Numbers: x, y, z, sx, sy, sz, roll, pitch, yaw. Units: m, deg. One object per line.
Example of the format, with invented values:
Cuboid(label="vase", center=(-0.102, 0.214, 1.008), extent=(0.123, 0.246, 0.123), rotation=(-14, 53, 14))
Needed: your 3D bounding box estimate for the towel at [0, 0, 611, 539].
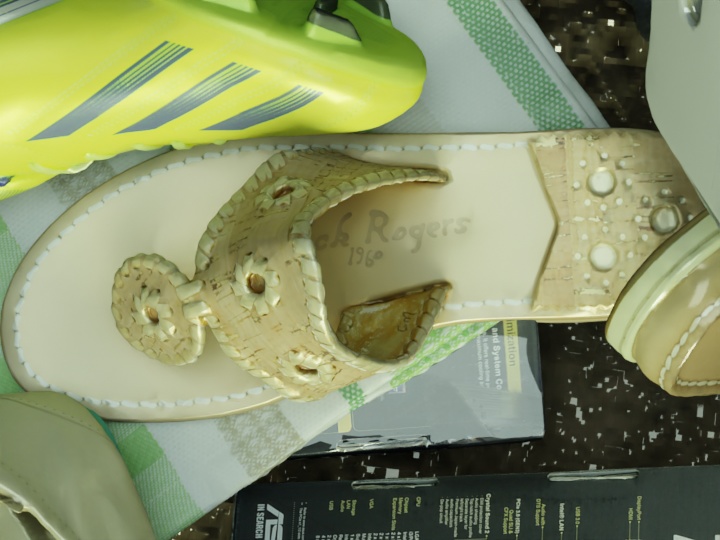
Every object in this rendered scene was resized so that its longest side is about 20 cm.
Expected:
Cuboid(label="towel", center=(-0.036, -0.022, 0.831), extent=(0.200, 0.031, 0.150), rotation=(-34, 85, 1))

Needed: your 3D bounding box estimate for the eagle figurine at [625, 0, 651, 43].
Cuboid(label="eagle figurine", center=(0.074, -0.133, 0.778), extent=(0.199, 0.152, 0.152), rotation=(23, 77, -11))

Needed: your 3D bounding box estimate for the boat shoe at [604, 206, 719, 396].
Cuboid(label="boat shoe", center=(0.159, 0.004, 0.778), extent=(0.199, 0.074, 0.067), rotation=(-14, 58, -29))

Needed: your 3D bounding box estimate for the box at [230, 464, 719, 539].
Cuboid(label="box", center=(0.038, 0.158, 0.805), extent=(0.159, 0.044, 0.201), rotation=(-4, 69, 18))

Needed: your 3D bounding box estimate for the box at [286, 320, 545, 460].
Cuboid(label="box", center=(-0.030, -0.042, 0.866), extent=(0.160, 0.049, 0.201), rotation=(-5, 86, 3))

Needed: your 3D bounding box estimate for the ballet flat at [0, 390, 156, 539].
Cuboid(label="ballet flat", center=(-0.065, 0.126, 0.768), extent=(0.069, 0.069, 0.201), rotation=(-30, 78, -1))

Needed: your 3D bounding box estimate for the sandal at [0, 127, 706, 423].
Cuboid(label="sandal", center=(-0.001, -0.006, 0.778), extent=(0.210, 0.070, 0.078), rotation=(-9, 86, 3))

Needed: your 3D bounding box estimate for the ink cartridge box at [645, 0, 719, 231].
Cuboid(label="ink cartridge box", center=(0.179, -0.081, 0.689), extent=(0.199, 0.146, 0.084), rotation=(-12, 46, -12))

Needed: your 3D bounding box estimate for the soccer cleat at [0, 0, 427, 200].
Cuboid(label="soccer cleat", center=(-0.081, -0.055, 0.796), extent=(0.199, 0.065, 0.084), rotation=(9, 106, 5))
